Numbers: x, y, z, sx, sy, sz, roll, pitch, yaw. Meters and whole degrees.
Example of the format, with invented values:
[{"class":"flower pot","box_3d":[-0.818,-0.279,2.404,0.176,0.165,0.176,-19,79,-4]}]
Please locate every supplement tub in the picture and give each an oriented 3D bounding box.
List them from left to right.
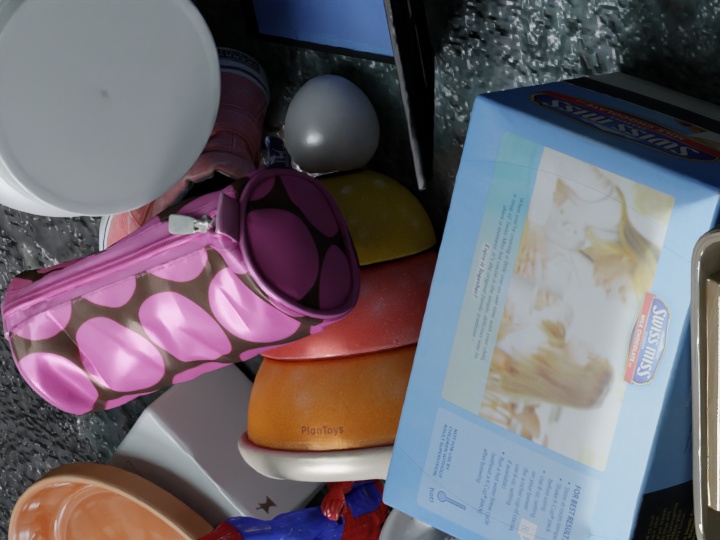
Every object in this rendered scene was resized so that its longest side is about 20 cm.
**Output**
[{"class":"supplement tub","box_3d":[-0.165,-0.108,1.442,0.200,0.144,0.146,27,140,60]}]

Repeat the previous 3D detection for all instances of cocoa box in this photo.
[{"class":"cocoa box","box_3d":[0.114,0.028,1.276,0.133,0.131,0.201,23,110,31]}]

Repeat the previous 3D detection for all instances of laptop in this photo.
[{"class":"laptop","box_3d":[-0.027,-0.154,1.348,0.103,0.200,0.178,-8,119,7]}]

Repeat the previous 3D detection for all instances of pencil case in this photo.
[{"class":"pencil case","box_3d":[-0.096,0.009,1.410,0.200,0.093,0.091,-25,67,41]}]

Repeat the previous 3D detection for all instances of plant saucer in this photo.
[{"class":"plant saucer","box_3d":[-0.119,0.195,1.648,0.200,0.032,0.201,24,134,28]}]

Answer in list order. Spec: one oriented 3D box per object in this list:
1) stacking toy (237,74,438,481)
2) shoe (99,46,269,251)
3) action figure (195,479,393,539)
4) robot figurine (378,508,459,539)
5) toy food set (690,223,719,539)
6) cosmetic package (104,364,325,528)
[{"class":"stacking toy","box_3d":[0.000,0.000,1.449,0.146,0.146,0.201,1,102,44]},{"class":"shoe","box_3d":[-0.096,-0.019,1.513,0.071,0.091,0.201,12,136,-12]},{"class":"action figure","box_3d":[-0.025,0.139,1.451,0.051,0.200,0.066,13,108,28]},{"class":"robot figurine","box_3d":[0.068,0.178,1.483,0.112,0.170,0.200,-8,144,-1]},{"class":"toy food set","box_3d":[0.212,0.036,1.221,0.060,0.143,0.201,29,136,41]},{"class":"cosmetic package","box_3d":[-0.105,0.144,1.676,0.101,0.071,0.200,46,141,5]}]
